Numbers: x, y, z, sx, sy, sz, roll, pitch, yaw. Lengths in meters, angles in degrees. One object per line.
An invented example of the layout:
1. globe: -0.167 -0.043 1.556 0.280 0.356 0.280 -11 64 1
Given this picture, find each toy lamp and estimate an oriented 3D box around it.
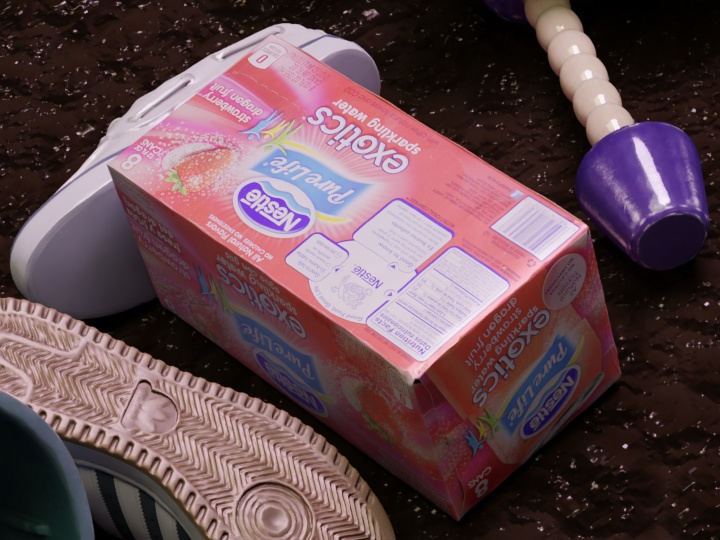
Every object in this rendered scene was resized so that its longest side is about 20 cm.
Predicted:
1. toy lamp: 0.104 -0.077 1.211 0.058 0.058 0.200 -19 46 -2

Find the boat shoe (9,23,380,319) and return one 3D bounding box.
1. boat shoe: -0.083 -0.047 1.237 0.200 0.074 0.065 -31 41 -28

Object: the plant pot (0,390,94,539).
1. plant pot: -0.240 0.112 1.050 0.196 0.201 0.200 18 54 40

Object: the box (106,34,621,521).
1. box: 0.000 0.000 1.141 0.103 0.095 0.200 -40 49 -21

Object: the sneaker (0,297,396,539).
1. sneaker: -0.084 0.093 1.106 0.200 0.109 0.070 29 53 1
